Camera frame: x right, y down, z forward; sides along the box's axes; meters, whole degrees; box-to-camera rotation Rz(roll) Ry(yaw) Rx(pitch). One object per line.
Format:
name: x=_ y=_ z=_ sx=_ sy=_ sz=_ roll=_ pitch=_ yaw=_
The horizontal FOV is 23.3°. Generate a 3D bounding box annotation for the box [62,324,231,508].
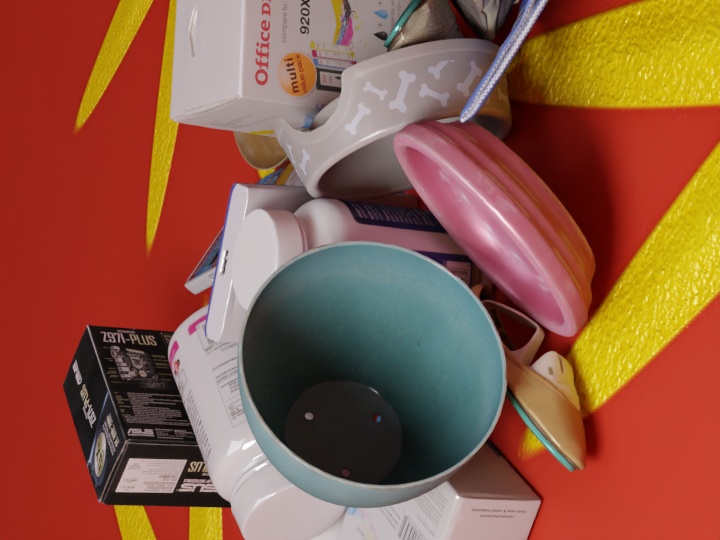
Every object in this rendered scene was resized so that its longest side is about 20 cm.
box: x=-0.171 y=0.144 z=1.704 sx=0.086 sy=0.199 sz=0.164 roll=-63 pitch=37 yaw=32

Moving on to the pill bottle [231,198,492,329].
pill bottle: x=0.000 y=0.000 z=1.429 sx=0.111 sy=0.199 sz=0.112 roll=-15 pitch=72 yaw=58

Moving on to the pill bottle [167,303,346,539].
pill bottle: x=-0.087 y=0.131 z=1.504 sx=0.114 sy=0.113 sz=0.201 roll=-58 pitch=42 yaw=37

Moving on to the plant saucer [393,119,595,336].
plant saucer: x=0.107 y=-0.040 z=1.304 sx=0.051 sy=0.201 sz=0.200 roll=-41 pitch=35 yaw=-6

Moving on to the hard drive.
hard drive: x=-0.040 y=-0.005 z=1.500 sx=0.025 sy=0.199 sz=0.133 roll=22 pitch=105 yaw=43

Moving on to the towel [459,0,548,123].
towel: x=0.132 y=-0.209 z=1.299 sx=0.145 sy=0.024 sz=0.200 roll=-59 pitch=0 yaw=38

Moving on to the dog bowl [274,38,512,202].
dog bowl: x=0.032 y=-0.115 z=1.407 sx=0.200 sy=0.199 sz=0.059 roll=-37 pitch=66 yaw=52

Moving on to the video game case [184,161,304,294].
video game case: x=-0.090 y=-0.055 z=1.701 sx=0.200 sy=0.017 sz=0.143 roll=-24 pitch=30 yaw=56

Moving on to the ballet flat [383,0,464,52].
ballet flat: x=0.061 y=-0.193 z=1.423 sx=0.068 sy=0.062 sz=0.200 roll=-52 pitch=4 yaw=13

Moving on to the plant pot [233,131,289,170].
plant pot: x=-0.078 y=-0.200 z=1.772 sx=0.200 sy=0.027 sz=0.202 roll=-17 pitch=70 yaw=58

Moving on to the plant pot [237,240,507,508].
plant pot: x=-0.001 y=0.098 z=1.320 sx=0.135 sy=0.199 sz=0.201 roll=109 pitch=152 yaw=-58

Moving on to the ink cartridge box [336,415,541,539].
ink cartridge box: x=0.050 y=0.232 z=1.421 sx=0.145 sy=0.084 sz=0.201 roll=48 pitch=124 yaw=53

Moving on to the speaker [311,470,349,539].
speaker: x=-0.030 y=0.182 z=1.573 sx=0.081 sy=0.081 sz=0.201 roll=-40 pitch=51 yaw=50

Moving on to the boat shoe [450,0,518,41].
boat shoe: x=0.107 y=-0.233 z=1.374 sx=0.075 sy=0.073 sz=0.200 roll=54 pitch=180 yaw=1

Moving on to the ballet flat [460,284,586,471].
ballet flat: x=0.125 y=0.074 z=1.339 sx=0.063 sy=0.069 sz=0.200 roll=-44 pitch=46 yaw=1

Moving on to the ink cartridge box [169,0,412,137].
ink cartridge box: x=-0.050 y=-0.200 z=1.548 sx=0.144 sy=0.199 sz=0.148 roll=-8 pitch=79 yaw=59
